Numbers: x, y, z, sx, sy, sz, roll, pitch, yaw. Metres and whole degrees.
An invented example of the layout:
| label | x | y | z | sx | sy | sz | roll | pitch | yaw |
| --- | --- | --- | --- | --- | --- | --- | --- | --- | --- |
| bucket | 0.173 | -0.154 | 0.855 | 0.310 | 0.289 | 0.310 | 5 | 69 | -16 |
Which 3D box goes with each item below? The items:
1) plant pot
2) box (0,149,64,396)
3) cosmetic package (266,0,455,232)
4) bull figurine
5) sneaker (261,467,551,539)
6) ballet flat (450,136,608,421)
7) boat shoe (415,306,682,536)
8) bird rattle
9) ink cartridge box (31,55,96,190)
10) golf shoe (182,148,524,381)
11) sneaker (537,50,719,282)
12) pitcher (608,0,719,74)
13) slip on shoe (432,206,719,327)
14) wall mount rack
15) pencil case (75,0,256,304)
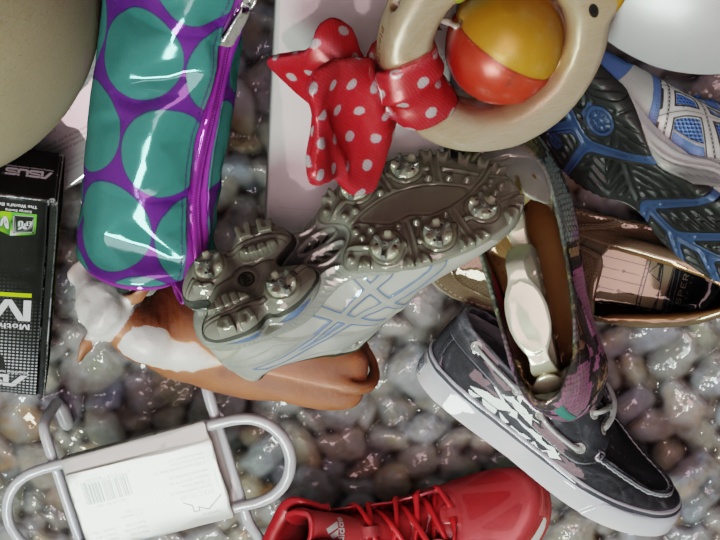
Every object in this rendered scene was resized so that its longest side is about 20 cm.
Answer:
| label | x | y | z | sx | sy | sz | roll | pitch | yaw |
| --- | --- | --- | --- | --- | --- | --- | --- | --- | --- |
| plant pot | -0.234 | -0.151 | 0.827 | 0.197 | 0.134 | 0.203 | 0 | 88 | -8 |
| box | -0.282 | -0.004 | 0.972 | 0.197 | 0.048 | 0.194 | 7 | 137 | -10 |
| cosmetic package | 0.000 | -0.127 | 0.950 | 0.106 | 0.085 | 0.203 | 2 | 108 | -2 |
| bull figurine | -0.084 | 0.037 | 0.996 | 0.198 | 0.122 | 0.066 | 18 | 108 | -4 |
| sneaker | 0.021 | 0.175 | 1.037 | 0.199 | 0.079 | 0.116 | -31 | 145 | 11 |
| ballet flat | 0.097 | -0.010 | 0.955 | 0.068 | 0.071 | 0.202 | -18 | 77 | 16 |
| boat shoe | 0.133 | 0.094 | 1.033 | 0.199 | 0.072 | 0.068 | 36 | 120 | -2 |
| bird rattle | 0.055 | -0.120 | 0.850 | 0.161 | 0.113 | 0.202 | 17 | 108 | -26 |
| ink cartridge box | -0.186 | -0.160 | 0.962 | 0.115 | 0.067 | 0.202 | -24 | 106 | 9 |
| golf shoe | 0.000 | 0.000 | 0.918 | 0.198 | 0.079 | 0.098 | -20 | 144 | -2 |
| sneaker | 0.178 | -0.079 | 0.981 | 0.200 | 0.077 | 0.076 | 44 | 144 | 3 |
| pitcher | 0.233 | -0.199 | 0.918 | 0.197 | 0.121 | 0.174 | 0 | 89 | -9 |
| slip on shoe | 0.138 | 0.001 | 1.008 | 0.197 | 0.061 | 0.077 | 10 | 109 | -1 |
| wall mount rack | -0.127 | 0.157 | 1.069 | 0.197 | 0.075 | 0.176 | -14 | 104 | 7 |
| pencil case | -0.106 | -0.091 | 0.901 | 0.092 | 0.085 | 0.202 | 28 | 118 | 32 |
